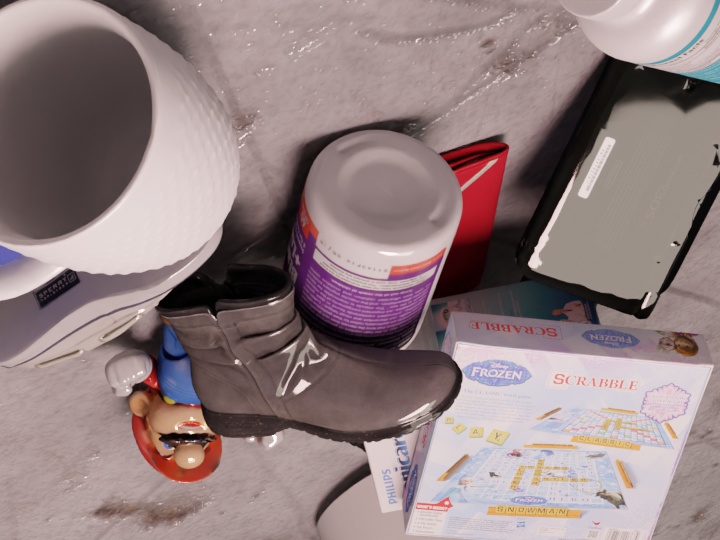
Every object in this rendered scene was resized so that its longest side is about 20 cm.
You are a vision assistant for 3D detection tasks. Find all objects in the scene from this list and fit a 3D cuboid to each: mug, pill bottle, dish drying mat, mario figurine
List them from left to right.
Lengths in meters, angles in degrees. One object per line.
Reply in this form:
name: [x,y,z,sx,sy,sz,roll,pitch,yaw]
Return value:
mug: [-0.169,-0.053,1.280,0.200,0.148,0.175,-40,160,9]
mario figurine: [-0.121,0.096,1.606,0.106,0.123,0.200,-49,164,-42]
pill bottle: [0.000,0.000,1.554,0.111,0.111,0.200,-14,149,-22]
dish drying mat: [0.070,-0.030,1.661,0.077,0.018,0.200,-20,151,-15]
pill bottle: [0.216,-0.187,1.426,0.200,0.111,0.111,7,137,-46]

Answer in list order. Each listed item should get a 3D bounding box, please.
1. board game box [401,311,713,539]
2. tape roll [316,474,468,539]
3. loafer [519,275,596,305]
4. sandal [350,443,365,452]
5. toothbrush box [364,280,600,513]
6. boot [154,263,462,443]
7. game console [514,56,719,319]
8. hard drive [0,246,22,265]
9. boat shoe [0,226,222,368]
board game box: [0.147,0.127,1.646,0.200,0.041,0.200,6,127,-10]
tape roll: [0.076,0.263,2.012,0.203,0.139,0.203,-22,157,-10]
loafer: [0.157,0.034,1.751,0.072,0.063,0.200,5,129,-10]
sandal: [0.026,0.132,1.862,0.075,0.048,0.200,-36,152,17]
toothbrush box: [0.096,0.097,1.697,0.200,0.085,0.146,-12,128,2]
boot: [-0.037,0.054,1.492,0.200,0.070,0.132,-7,130,12]
game console: [0.220,-0.077,1.641,0.176,0.116,0.200,19,107,-18]
hard drive: [-0.279,-0.030,1.359,0.132,0.025,0.200,-24,152,-6]
boat shoe: [-0.172,0.012,1.474,0.200,0.072,0.066,-34,155,15]
